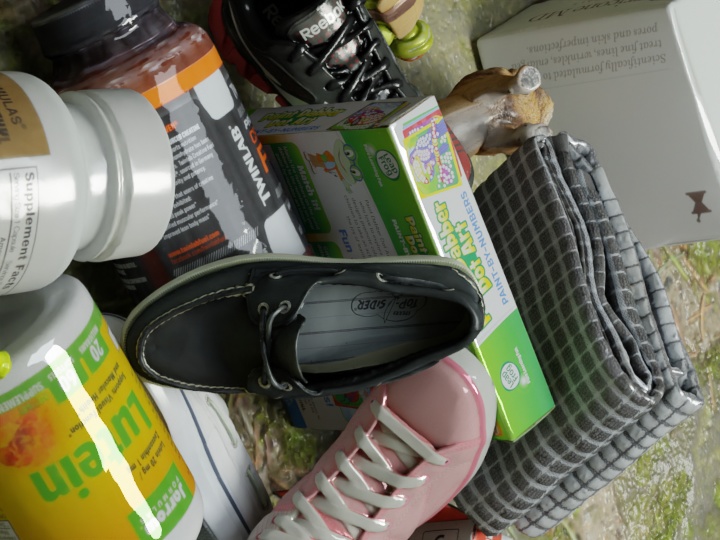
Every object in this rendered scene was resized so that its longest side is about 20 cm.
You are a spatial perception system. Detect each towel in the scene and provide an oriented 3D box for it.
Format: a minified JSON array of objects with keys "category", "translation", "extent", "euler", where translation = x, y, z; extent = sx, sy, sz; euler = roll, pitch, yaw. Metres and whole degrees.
[{"category":"towel","translation":[0.101,0.036,1.627],"extent":[0.085,0.166,0.201],"euler":[5,53,-38]}]

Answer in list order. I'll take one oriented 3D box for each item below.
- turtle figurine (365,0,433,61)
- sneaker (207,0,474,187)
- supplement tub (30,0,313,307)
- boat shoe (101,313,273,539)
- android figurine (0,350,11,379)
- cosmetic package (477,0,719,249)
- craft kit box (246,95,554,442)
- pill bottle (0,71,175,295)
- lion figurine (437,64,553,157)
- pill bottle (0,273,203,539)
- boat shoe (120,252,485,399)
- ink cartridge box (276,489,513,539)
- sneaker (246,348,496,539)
[{"category":"turtle figurine","translation":[0.022,-0.187,1.728],"extent":[0.200,0.064,0.162],"euler":[-50,146,-21]},{"category":"sneaker","translation":[-0.011,-0.112,1.597],"extent":[0.071,0.098,0.200],"euler":[-41,78,-17]},{"category":"supplement tub","translation":[-0.109,-0.064,1.530],"extent":[0.107,0.106,0.201],"euler":[-39,109,-44]},{"category":"boat shoe","translation":[-0.108,0.091,1.554],"extent":[0.067,0.073,0.201],"euler":[-57,139,-40]},{"category":"android figurine","translation":[-0.260,0.033,1.305],"extent":[0.199,0.182,0.041],"euler":[22,39,-42]},{"category":"cosmetic package","translation":[0.216,-0.126,1.876],"extent":[0.200,0.164,0.166],"euler":[-34,111,-47]},{"category":"craft kit box","translation":[0.000,0.000,1.583],"extent":[0.048,0.197,0.201],"euler":[-34,112,-32]},{"category":"pill bottle","translation":[-0.200,-0.043,1.392],"extent":[0.199,0.114,0.115],"euler":[-7,90,-36]},{"category":"lion figurine","translation":[0.047,-0.077,1.715],"extent":[0.199,0.122,0.073],"euler":[-21,96,-25]},{"category":"pill bottle","translation":[-0.151,0.112,1.461],"extent":[0.111,0.111,0.201],"euler":[-49,121,-40]},{"category":"boat shoe","translation":[-0.028,0.034,1.459],"extent":[0.198,0.066,0.075],"euler":[-2,106,-9]},{"category":"ink cartridge box","translation":[0.046,0.188,1.681],"extent":[0.200,0.108,0.051],"euler":[33,59,-41]},{"category":"sneaker","translation":[0.001,0.130,1.537],"extent":[0.075,0.201,0.105],"euler":[40,38,6]}]
